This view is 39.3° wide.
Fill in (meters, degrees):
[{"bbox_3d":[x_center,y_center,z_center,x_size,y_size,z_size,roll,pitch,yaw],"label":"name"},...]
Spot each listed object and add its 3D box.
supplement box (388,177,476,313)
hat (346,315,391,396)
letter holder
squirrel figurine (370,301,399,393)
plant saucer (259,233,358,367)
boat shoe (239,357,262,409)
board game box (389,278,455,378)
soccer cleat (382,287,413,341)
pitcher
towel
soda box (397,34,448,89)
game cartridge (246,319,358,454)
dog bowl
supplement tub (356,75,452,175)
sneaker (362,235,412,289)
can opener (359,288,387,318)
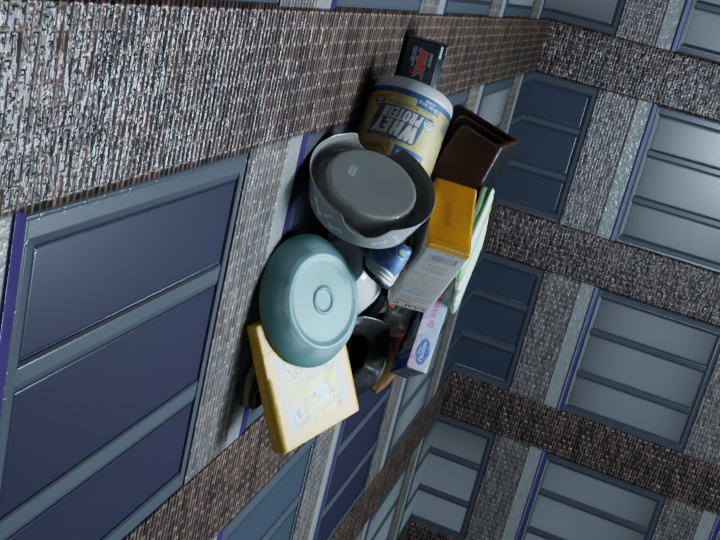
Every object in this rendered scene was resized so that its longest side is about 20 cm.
[{"bbox_3d":[0.114,-0.036,1.608,0.200,0.073,0.127,122,-19,-57],"label":"supplement box"},{"bbox_3d":[-0.046,0.145,1.785,0.199,0.081,0.202,-17,125,-26],"label":"hat"},{"bbox_3d":[0.154,-0.167,1.728,0.100,0.142,0.201,-25,147,-60],"label":"letter holder"},{"bbox_3d":[0.060,0.129,2.049,0.200,0.142,0.187,-43,175,6],"label":"squirrel figurine"},{"bbox_3d":[-0.065,0.045,1.509,0.199,0.036,0.203,3,85,-46],"label":"plant saucer"},{"bbox_3d":[-0.116,0.136,1.565,0.075,0.074,0.203,91,21,-50],"label":"boat shoe"},{"bbox_3d":[0.116,0.094,1.853,0.200,0.041,0.201,128,-18,-78],"label":"board game box"},{"bbox_3d":[0.079,0.049,1.809,0.201,0.069,0.078,111,-3,-53],"label":"soccer cleat"},{"bbox_3d":[0.000,0.000,1.698,0.171,0.122,0.200,-34,164,-3],"label":"pitcher"},{"bbox_3d":[0.185,-0.034,1.712,0.200,0.023,0.154,89,23,-64],"label":"towel"},{"bbox_3d":[0.098,-0.321,1.834,0.063,0.070,0.202,-30,137,-71],"label":"soda box"},{"bbox_3d":[-0.083,0.151,1.534,0.176,0.032,0.202,-24,110,-44],"label":"game cartridge"},{"bbox_3d":[0.011,-0.117,1.520,0.201,0.199,0.059,-57,176,-45],"label":"dog bowl"},{"bbox_3d":[0.059,-0.205,1.678,0.145,0.143,0.202,50,59,-74],"label":"supplement tub"},{"bbox_3d":[0.051,-0.047,1.605,0.077,0.075,0.201,-45,-158,21],"label":"sneaker"},{"bbox_3d":[-0.017,0.089,1.850,0.200,0.063,0.079,-50,-176,28],"label":"can opener"}]
